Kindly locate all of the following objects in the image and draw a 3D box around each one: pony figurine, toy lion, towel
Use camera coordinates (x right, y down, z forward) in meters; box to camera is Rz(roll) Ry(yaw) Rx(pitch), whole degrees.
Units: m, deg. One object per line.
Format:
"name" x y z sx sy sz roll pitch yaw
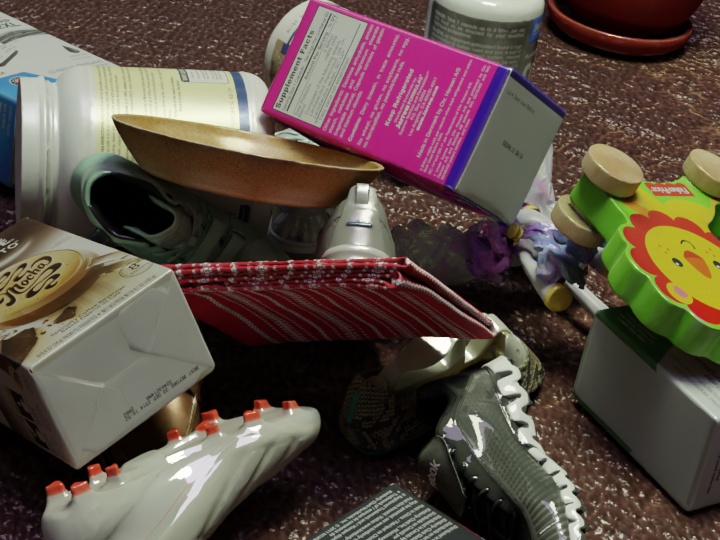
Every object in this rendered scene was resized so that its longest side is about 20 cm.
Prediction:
"pony figurine" 0.137 -0.026 1.282 0.192 0.167 0.200 29 11 -37
"toy lion" 0.246 -0.007 1.156 0.199 0.069 0.192 -2 44 -42
"towel" -0.026 0.025 1.062 0.198 0.023 0.144 -2 -19 29

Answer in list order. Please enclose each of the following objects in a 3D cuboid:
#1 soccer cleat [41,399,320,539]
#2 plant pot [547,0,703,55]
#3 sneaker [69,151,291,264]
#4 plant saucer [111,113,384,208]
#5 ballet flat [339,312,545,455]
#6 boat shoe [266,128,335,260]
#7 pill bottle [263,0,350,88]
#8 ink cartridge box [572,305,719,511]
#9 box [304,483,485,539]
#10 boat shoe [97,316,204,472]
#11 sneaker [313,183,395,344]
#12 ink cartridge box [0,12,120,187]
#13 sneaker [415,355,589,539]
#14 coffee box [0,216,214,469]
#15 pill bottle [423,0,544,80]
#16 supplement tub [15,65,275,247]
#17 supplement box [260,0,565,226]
"soccer cleat" -0.105 0.138 0.975 0.199 0.078 0.069 -21 9 -35
"plant pot" 0.323 -0.360 1.846 0.198 0.184 0.201 6 29 -4
"sneaker" -0.126 -0.015 1.164 0.199 0.074 0.118 31 2 -14
"plant saucer" -0.083 -0.076 1.134 0.198 0.036 0.200 11 9 -2
"ballet flat" 0.069 0.071 1.138 0.199 0.076 0.068 -17 41 -39
"boat shoe" -0.049 -0.079 1.376 0.074 0.065 0.202 8 30 -2
"pill bottle" 0.008 -0.175 1.510 0.110 0.112 0.199 -18 39 -39
"ink cartridge box" 0.282 0.085 1.166 0.198 0.084 0.147 -9 35 -30
"box" 0.052 0.223 0.823 0.199 0.123 0.106 30 35 31
"boat shoe" -0.142 0.075 1.080 0.071 0.069 0.201 4 30 -9
"sneaker" 0.000 0.000 1.148 0.074 0.200 0.083 10 73 -5
"ink cartridge box" -0.327 -0.162 1.416 0.199 0.084 0.145 26 30 27
"sneaker" 0.085 0.138 1.031 0.090 0.067 0.201 -6 42 -13
"coffee box" -0.202 0.040 1.029 0.113 0.080 0.199 -36 31 -27
"pill bottle" 0.117 -0.228 1.542 0.113 0.202 0.114 7 30 -4
"supplement tub" -0.177 -0.091 1.280 0.198 0.146 0.145 1 30 -15
"supplement box" 0.038 -0.124 1.218 0.199 0.104 0.101 27 1 35
